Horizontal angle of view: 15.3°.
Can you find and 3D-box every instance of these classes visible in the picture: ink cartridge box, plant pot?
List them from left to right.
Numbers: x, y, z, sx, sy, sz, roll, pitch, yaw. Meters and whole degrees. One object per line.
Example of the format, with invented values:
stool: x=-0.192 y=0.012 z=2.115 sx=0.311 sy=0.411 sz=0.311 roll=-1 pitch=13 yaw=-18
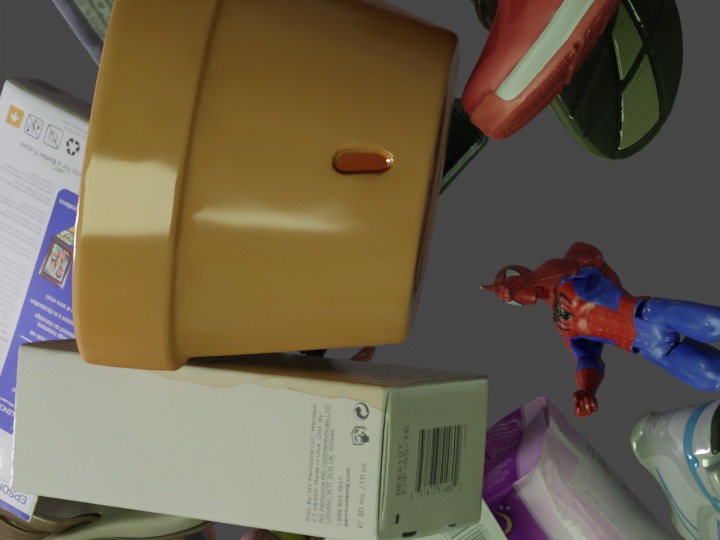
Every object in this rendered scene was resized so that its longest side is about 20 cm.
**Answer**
ink cartridge box: x=-0.161 y=0.014 z=1.321 sx=0.095 sy=0.037 sz=0.201 roll=27 pitch=104 yaw=25
plant pot: x=-0.036 y=-0.046 z=1.164 sx=0.140 sy=0.200 sz=0.201 roll=10 pitch=122 yaw=4

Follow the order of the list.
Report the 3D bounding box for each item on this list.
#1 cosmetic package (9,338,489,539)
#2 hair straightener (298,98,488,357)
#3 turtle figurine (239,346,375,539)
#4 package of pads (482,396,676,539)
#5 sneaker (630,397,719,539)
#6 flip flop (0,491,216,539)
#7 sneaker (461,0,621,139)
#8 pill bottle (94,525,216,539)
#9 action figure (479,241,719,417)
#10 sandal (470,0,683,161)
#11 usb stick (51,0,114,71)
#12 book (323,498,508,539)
cosmetic package: x=-0.051 y=0.076 z=1.232 sx=0.199 sy=0.103 sz=0.073 roll=6 pitch=94 yaw=29
hair straightener: x=0.000 y=0.000 z=1.305 sx=0.077 sy=0.041 sz=0.200 roll=18 pitch=110 yaw=-50
turtle figurine: x=-0.037 y=0.144 z=1.357 sx=0.064 sy=0.161 sz=0.200 roll=32 pitch=132 yaw=8
package of pads: x=0.113 y=0.173 z=1.386 sx=0.120 sy=0.076 sz=0.200 roll=-35 pitch=107 yaw=25
sneaker: x=0.207 y=0.133 z=1.356 sx=0.087 sy=0.075 sz=0.200 roll=0 pitch=134 yaw=51
flip flop: x=-0.156 y=0.110 z=1.352 sx=0.199 sy=0.081 sz=0.058 roll=-11 pitch=150 yaw=19
sneaker: x=0.073 y=-0.162 z=1.166 sx=0.115 sy=0.200 sz=0.078 roll=32 pitch=165 yaw=4
pill bottle: x=-0.177 y=0.167 z=1.429 sx=0.199 sy=0.106 sz=0.107 roll=-9 pitch=118 yaw=17
action figure: x=0.135 y=0.038 z=1.263 sx=0.200 sy=0.099 sz=0.065 roll=19 pitch=120 yaw=34
sandal: x=0.078 y=-0.142 z=1.221 sx=0.201 sy=0.080 sz=0.057 roll=55 pitch=161 yaw=-7
usb stick: x=-0.125 y=-0.141 z=1.281 sx=0.055 sy=0.033 sz=0.200 roll=-27 pitch=111 yaw=18
book: x=-0.007 y=0.193 z=1.286 sx=0.200 sy=0.048 sz=0.134 roll=-33 pitch=127 yaw=-3
